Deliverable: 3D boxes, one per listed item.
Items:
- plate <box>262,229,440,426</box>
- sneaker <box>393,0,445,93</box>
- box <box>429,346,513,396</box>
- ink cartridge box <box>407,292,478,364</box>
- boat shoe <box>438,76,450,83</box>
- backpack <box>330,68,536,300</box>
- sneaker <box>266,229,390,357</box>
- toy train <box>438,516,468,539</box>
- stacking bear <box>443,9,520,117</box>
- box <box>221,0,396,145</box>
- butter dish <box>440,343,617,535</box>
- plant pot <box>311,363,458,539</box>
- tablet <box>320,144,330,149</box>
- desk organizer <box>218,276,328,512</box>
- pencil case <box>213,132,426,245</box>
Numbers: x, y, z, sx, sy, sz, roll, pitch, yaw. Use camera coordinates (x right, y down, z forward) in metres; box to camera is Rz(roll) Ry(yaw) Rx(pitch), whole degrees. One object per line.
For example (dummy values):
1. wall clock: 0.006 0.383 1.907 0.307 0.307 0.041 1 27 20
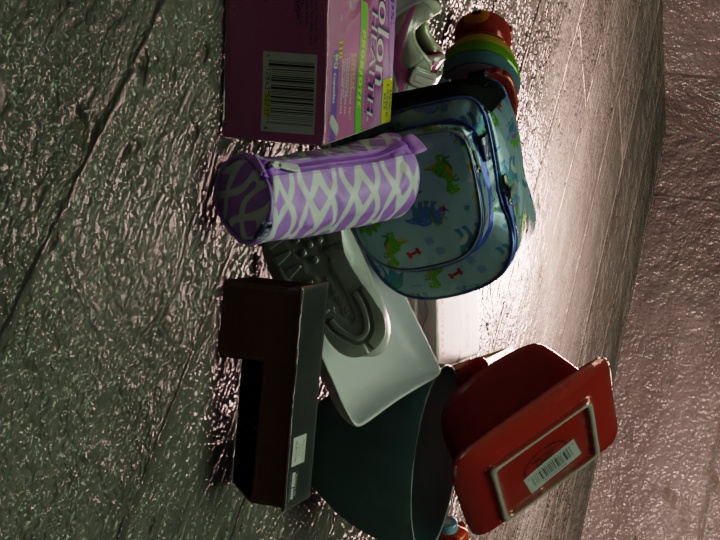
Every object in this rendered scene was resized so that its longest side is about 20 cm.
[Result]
1. plate: -0.013 0.042 1.614 0.200 0.032 0.200 -25 90 -61
2. sneaker: 0.043 -0.202 1.717 0.081 0.088 0.201 -48 142 -63
3. box: 0.085 0.130 1.915 0.200 0.163 0.021 -12 84 -73
4. ink cartridge box: 0.078 0.038 1.960 0.200 0.084 0.147 -7 97 -72
5. boat shoe: 0.084 -0.184 1.839 0.200 0.062 0.075 -124 -125 -80
6. backpack: 0.071 -0.072 1.622 0.147 0.182 0.201 -51 127 -58
7. sneaker: -0.031 -0.010 1.541 0.201 0.076 0.080 68 13 6
8. toy train: 0.079 0.252 1.950 0.056 0.150 0.201 -35 128 -40
9. stacking bear: 0.149 -0.255 2.072 0.200 0.121 0.114 -79 153 -47
10. box: -0.041 -0.212 1.470 0.200 0.096 0.177 -32 126 -70
11. butter dish: 0.155 0.152 1.734 0.200 0.148 0.200 -34 146 -10
12. plant pot: 0.018 0.192 1.749 0.200 0.134 0.201 6 90 -74
13. tablet: -0.003 -0.180 1.752 0.200 0.014 0.131 -15 111 -72
14. desk organizer: -0.084 0.108 1.480 0.072 0.077 0.201 -11 107 -72
15. pencil case: -0.036 -0.076 1.442 0.200 0.084 0.086 -13 139 -45
